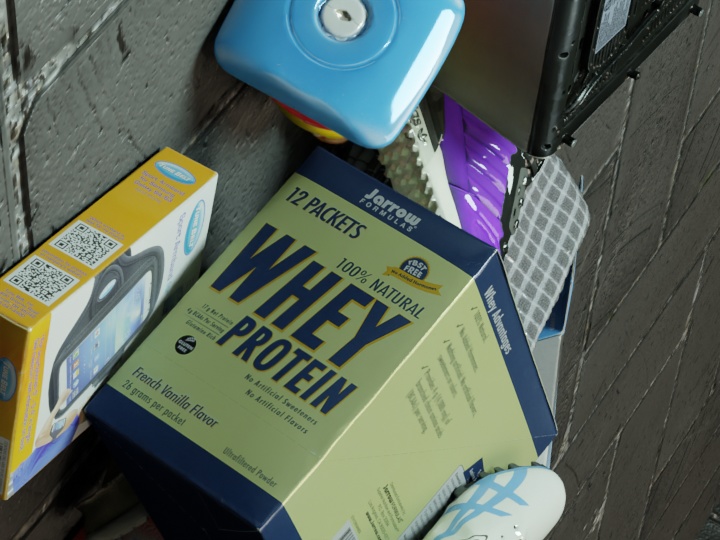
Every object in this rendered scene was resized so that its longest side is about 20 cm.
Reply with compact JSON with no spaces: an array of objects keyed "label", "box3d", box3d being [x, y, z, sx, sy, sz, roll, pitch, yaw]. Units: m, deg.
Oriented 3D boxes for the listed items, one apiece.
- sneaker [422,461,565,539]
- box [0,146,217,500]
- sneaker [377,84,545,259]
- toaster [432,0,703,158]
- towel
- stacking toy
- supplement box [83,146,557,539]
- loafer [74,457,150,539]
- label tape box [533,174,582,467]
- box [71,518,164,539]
[{"label":"sneaker","box3d":[0.053,0.172,1.438,0.200,0.072,0.072,-33,140,-39]},{"label":"box","box3d":[-0.138,0.021,1.399,0.200,0.041,0.120,-41,153,-46]},{"label":"sneaker","box3d":[0.072,-0.045,1.572,0.099,0.202,0.069,-16,-179,-25]},{"label":"toaster","box3d":[0.122,-0.194,1.495,0.181,0.118,0.201,-46,157,-33]},{"label":"towel","box3d":[0.058,-0.022,1.680,0.166,0.085,0.201,50,51,-34]},{"label":"stacking toy","box3d":[-0.012,-0.112,1.497,0.110,0.115,0.200,-60,174,-13]},{"label":"supplement box","box3d":[-0.015,0.084,1.463,0.200,0.134,0.200,-49,148,-18]},{"label":"loafer","box3d":[-0.105,0.073,1.546,0.200,0.070,0.075,-51,-176,-14]},{"label":"label tape box","box3d":[0.110,0.051,1.819,0.145,0.063,0.201,-78,173,-58]},{"label":"box","box3d":[-0.142,0.217,1.582,0.200,0.094,0.103,-51,161,-35]}]
